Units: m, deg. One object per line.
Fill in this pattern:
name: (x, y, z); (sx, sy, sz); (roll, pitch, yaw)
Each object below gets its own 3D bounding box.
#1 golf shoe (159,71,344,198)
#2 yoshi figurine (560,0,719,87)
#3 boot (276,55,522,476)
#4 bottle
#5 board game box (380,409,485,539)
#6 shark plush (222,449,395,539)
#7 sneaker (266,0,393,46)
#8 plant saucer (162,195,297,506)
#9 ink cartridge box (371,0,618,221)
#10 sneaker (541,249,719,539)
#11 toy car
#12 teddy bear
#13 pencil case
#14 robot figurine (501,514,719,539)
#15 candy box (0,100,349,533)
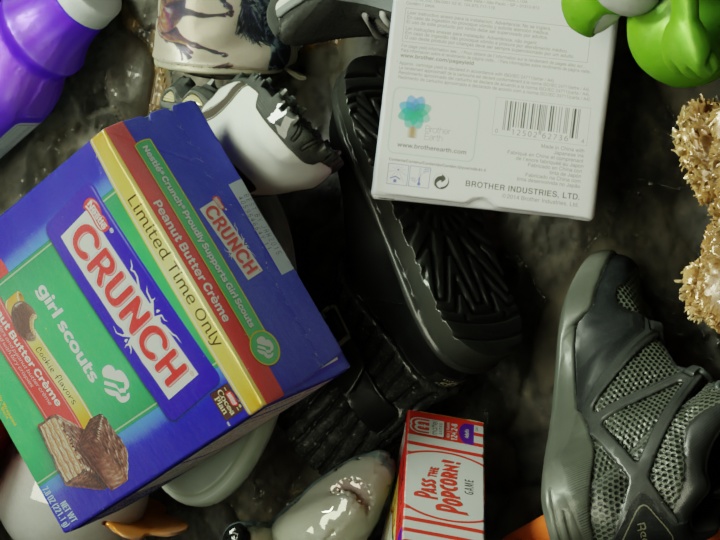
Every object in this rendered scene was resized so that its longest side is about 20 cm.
golf shoe: (-0.078, -0.055, 1.375); (0.078, 0.095, 0.200); (47, 165, -16)
yoshi figurine: (0.175, -0.151, 1.196); (0.200, 0.112, 0.112); (-36, 66, 60)
boot: (-0.002, 0.000, 1.414); (0.158, 0.079, 0.212); (-41, 55, 43)
bottle: (-0.233, -0.124, 1.580); (0.200, 0.065, 0.084); (-38, 71, 30)
board game box: (0.028, 0.199, 1.332); (0.046, 0.152, 0.200); (10, 115, -2)
shark plush: (-0.024, 0.162, 1.409); (0.091, 0.200, 0.083); (27, 67, 6)
sneaker: (0.048, -0.135, 1.365); (0.200, 0.075, 0.116); (-22, 84, 21)
plant saucer: (-0.103, 0.037, 1.453); (0.200, 0.050, 0.201); (-23, 63, 57)
ink cartridge box: (0.076, -0.132, 1.309); (0.119, 0.042, 0.201); (7, 99, 6)
sneaker: (0.156, 0.067, 1.277); (0.114, 0.200, 0.076); (-6, 130, 13)
toy car: (-0.196, 0.118, 1.533); (0.200, 0.177, 0.185); (27, 101, 2)
teddy bear: (0.222, -0.062, 1.270); (0.145, 0.067, 0.201); (-12, 77, 30)
pencil case: (-0.067, -0.211, 1.454); (0.078, 0.089, 0.201); (-158, 75, -66)
robot figurine: (0.130, 0.203, 1.304); (0.144, 0.117, 0.200); (44, 120, -14)
candy box: (-0.126, 0.028, 1.351); (0.200, 0.077, 0.169); (-34, 84, 43)
